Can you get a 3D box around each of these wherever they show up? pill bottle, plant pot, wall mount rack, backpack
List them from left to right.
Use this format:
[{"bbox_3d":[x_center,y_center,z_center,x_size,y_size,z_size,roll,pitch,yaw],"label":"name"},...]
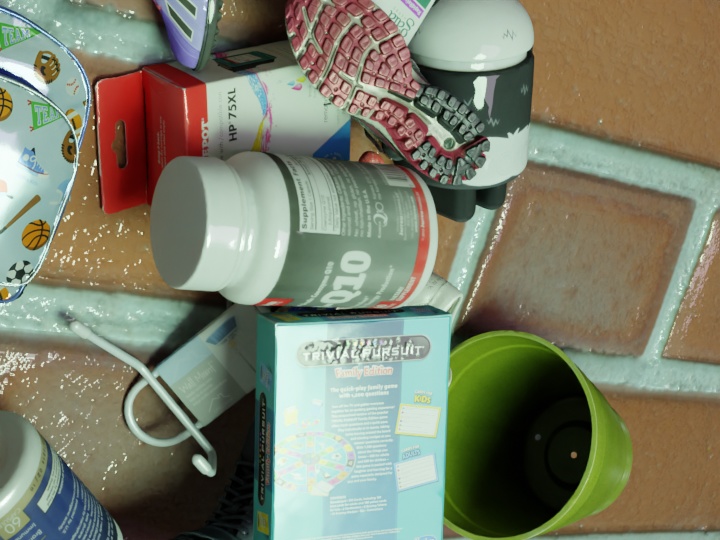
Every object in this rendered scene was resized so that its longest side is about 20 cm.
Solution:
[{"bbox_3d":[-0.274,-0.088,0.984,0.199,0.153,0.192,22,85,-41],"label":"backpack"},{"bbox_3d":[-0.254,0.211,1.161,0.111,0.111,0.201,-44,132,-16],"label":"pill bottle"},{"bbox_3d":[-0.129,0.062,1.196,0.200,0.075,0.174,-38,103,7],"label":"wall mount rack"},{"bbox_3d":[-0.050,-0.030,1.121,0.199,0.114,0.115,2,109,-34],"label":"pill bottle"},{"bbox_3d":[0.180,0.176,1.481,0.192,0.200,0.202,22,96,-56],"label":"plant pot"}]

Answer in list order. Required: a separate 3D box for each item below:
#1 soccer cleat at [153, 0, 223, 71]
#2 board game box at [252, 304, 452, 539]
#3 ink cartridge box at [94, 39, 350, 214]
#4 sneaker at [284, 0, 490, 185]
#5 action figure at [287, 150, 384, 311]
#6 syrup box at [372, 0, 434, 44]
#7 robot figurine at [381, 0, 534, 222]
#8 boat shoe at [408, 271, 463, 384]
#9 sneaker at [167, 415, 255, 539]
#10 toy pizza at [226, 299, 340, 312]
[{"bbox_3d":[-0.142,-0.243,1.081,0.073,0.068,0.202,-9,117,-19],"label":"soccer cleat"},{"bbox_3d":[-0.007,0.132,1.174,0.150,0.047,0.202,-2,99,-23],"label":"board game box"},{"bbox_3d":[-0.105,-0.107,1.169,0.199,0.067,0.117,-17,120,-34],"label":"ink cartridge box"},{"bbox_3d":[0.011,-0.141,1.155,0.081,0.075,0.200,-47,113,-6],"label":"sneaker"},{"bbox_3d":[0.000,0.000,1.265,0.098,0.065,0.202,13,101,-25],"label":"action figure"},{"bbox_3d":[0.038,-0.281,1.199,0.079,0.081,0.201,35,85,-43],"label":"syrup box"},{"bbox_3d":[0.086,-0.148,1.279,0.124,0.151,0.202,3,116,5],"label":"robot figurine"},{"bbox_3d":[0.051,0.096,1.383,0.071,0.069,0.201,-28,137,-48],"label":"boat shoe"},{"bbox_3d":[-0.111,0.203,1.226,0.146,0.077,0.204,14,80,-48],"label":"sneaker"},{"bbox_3d":[-0.031,0.015,1.316,0.199,0.032,0.202,-19,122,-33],"label":"toy pizza"}]
